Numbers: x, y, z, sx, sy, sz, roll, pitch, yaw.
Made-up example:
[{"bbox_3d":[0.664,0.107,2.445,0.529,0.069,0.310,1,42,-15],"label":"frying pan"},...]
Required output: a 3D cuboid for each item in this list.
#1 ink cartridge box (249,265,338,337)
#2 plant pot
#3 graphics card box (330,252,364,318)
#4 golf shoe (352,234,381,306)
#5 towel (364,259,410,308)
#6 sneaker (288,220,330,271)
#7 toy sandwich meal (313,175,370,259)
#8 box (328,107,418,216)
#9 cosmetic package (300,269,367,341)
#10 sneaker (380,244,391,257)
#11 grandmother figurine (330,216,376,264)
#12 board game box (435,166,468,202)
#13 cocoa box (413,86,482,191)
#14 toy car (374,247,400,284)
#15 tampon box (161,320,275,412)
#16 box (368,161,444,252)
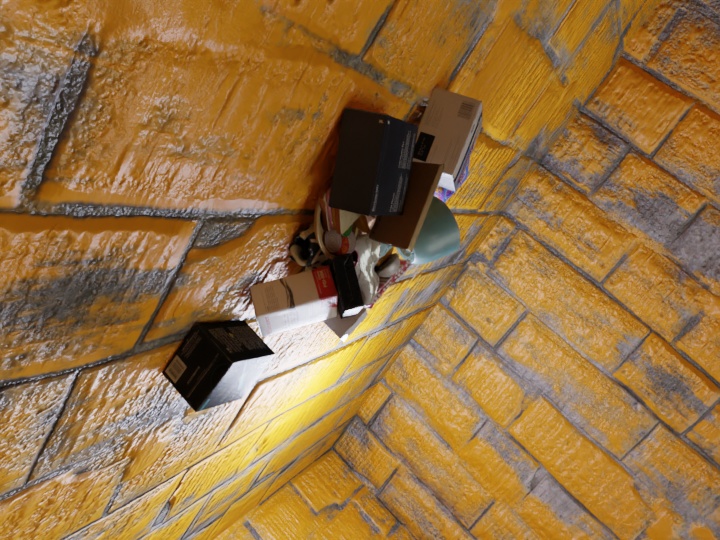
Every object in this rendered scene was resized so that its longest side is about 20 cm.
[{"bbox_3d":[-0.159,0.076,1.361,0.195,0.084,0.147,-15,157,-11],"label":"ink cartridge box"},{"bbox_3d":[0.201,-0.116,1.835,0.159,0.202,0.202,-27,156,-20],"label":"plant pot"},{"bbox_3d":[-0.036,0.041,1.352,0.050,0.128,0.200,-13,171,-6],"label":"graphics card box"},{"bbox_3d":[0.000,0.000,1.455,0.090,0.075,0.205,-9,114,-25],"label":"golf shoe"},{"bbox_3d":[0.045,0.035,1.652,0.200,0.030,0.145,-44,-155,-26],"label":"towel"},{"bbox_3d":[-0.130,-0.029,1.363,0.129,0.079,0.201,-30,154,-44],"label":"sneaker"},{"bbox_3d":[-0.036,-0.123,1.303,0.204,0.069,0.211,-21,114,-57],"label":"toy sandwich meal"},{"bbox_3d":[0.031,-0.225,1.201,0.181,0.102,0.205,-11,113,-64],"label":"box"},{"bbox_3d":[-0.084,0.079,1.491,0.101,0.200,0.071,-44,167,-8],"label":"cosmetic package"},{"bbox_3d":[0.091,-0.111,1.516,0.201,0.074,0.081,-52,-159,-23],"label":"sneaker"},{"bbox_3d":[-0.033,-0.080,1.469,0.200,0.121,0.060,-47,-170,-9],"label":"grandmother figurine"},{"bbox_3d":[0.306,-0.323,1.896,0.135,0.045,0.201,-47,163,-10],"label":"board game box"},{"bbox_3d":[0.215,-0.327,1.428,0.204,0.131,0.131,-68,163,-4],"label":"cocoa box"},{"bbox_3d":[0.000,-0.036,1.593,0.200,0.177,0.149,-42,-162,-23],"label":"toy car"},{"bbox_3d":[-0.323,0.215,1.308,0.151,0.126,0.199,-51,164,9],"label":"tampon box"},{"bbox_3d":[0.103,-0.153,1.301,0.021,0.162,0.204,22,90,-34],"label":"box"}]
